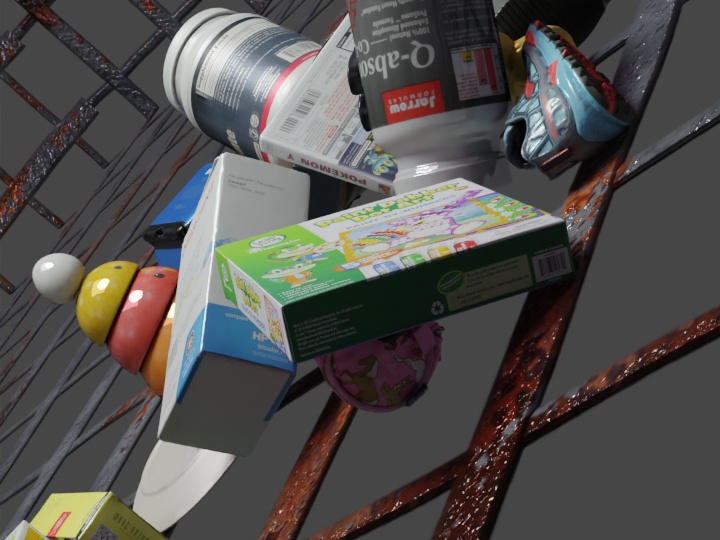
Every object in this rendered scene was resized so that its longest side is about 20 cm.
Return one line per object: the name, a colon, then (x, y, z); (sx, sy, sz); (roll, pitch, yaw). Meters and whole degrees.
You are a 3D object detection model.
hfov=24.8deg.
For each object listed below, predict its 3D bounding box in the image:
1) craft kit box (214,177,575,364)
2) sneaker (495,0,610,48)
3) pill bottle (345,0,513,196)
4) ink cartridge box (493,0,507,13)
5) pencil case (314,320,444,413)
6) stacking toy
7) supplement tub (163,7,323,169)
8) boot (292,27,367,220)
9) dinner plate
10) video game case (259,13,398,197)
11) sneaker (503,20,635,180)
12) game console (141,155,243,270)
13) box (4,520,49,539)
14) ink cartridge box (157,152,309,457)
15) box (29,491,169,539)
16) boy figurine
craft kit box: (0.017, -0.006, 1.125); (0.199, 0.049, 0.197); (-17, 13, -14)
sneaker: (0.182, -0.247, 1.471); (0.200, 0.074, 0.088); (-41, 12, -13)
pill bottle: (0.058, -0.157, 1.300); (0.115, 0.201, 0.116); (-11, 2, 0)
ink cartridge box: (0.138, -0.289, 1.678); (0.200, 0.084, 0.144); (-46, 13, 12)
pencil case: (0.006, 0.037, 1.209); (0.083, 0.086, 0.200); (-65, 13, 10)
stacking toy: (-0.226, 0.038, 1.595); (0.146, 0.199, 0.147); (-156, 90, -83)
supplement tub: (-0.098, -0.186, 1.715); (0.200, 0.140, 0.141); (30, 75, 37)
boot: (-0.015, -0.149, 1.629); (0.097, 0.074, 0.201); (-26, -47, -62)
dinner plate: (-0.144, 0.150, 1.453); (0.200, 0.024, 0.200); (-44, 19, 19)
video game case: (0.034, -0.151, 1.481); (0.200, 0.181, 0.023); (-58, -21, -35)
sneaker: (0.139, -0.127, 1.256); (0.096, 0.079, 0.200); (-47, 14, 13)
game console: (-0.165, -0.026, 1.827); (0.171, 0.118, 0.200); (-49, 15, -12)
box: (-0.277, 0.307, 1.288); (0.112, 0.101, 0.200); (-45, 14, 14)
ink cartridge box: (-0.103, 0.028, 1.346); (0.145, 0.084, 0.201); (121, 157, -51)
box: (-0.229, 0.231, 1.409); (0.050, 0.075, 0.200); (-53, 16, -21)
boy figurine: (0.089, -0.172, 1.394); (0.199, 0.125, 0.065); (-8, 39, 18)
